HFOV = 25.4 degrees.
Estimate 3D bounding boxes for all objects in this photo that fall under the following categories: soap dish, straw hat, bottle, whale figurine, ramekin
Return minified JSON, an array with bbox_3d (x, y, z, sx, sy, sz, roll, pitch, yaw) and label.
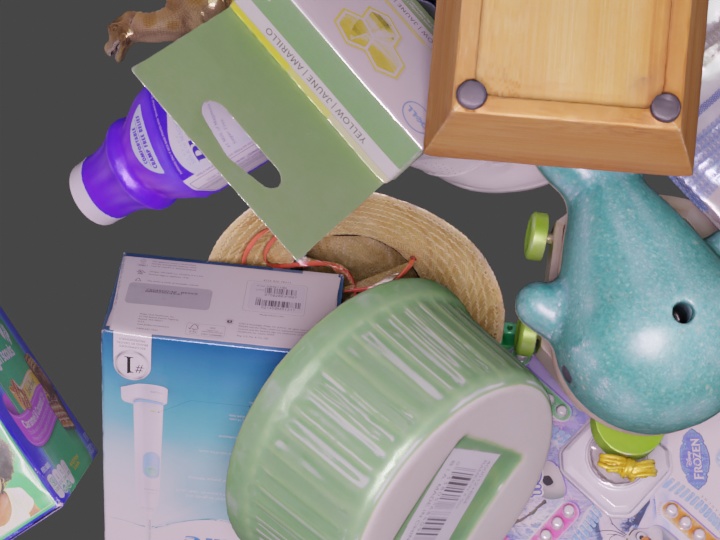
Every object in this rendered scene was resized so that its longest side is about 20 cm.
[{"bbox_3d":[0.121,-0.161,0.905,0.156,0.081,0.202,5,87,4],"label":"soap dish"},{"bbox_3d":[0.000,0.000,1.066,0.199,0.085,0.202,3,127,4],"label":"straw hat"},{"bbox_3d":[-0.107,-0.091,1.037,0.199,0.065,0.084,-27,77,32],"label":"bottle"},{"bbox_3d":[0.173,0.000,0.989,0.158,0.104,0.202,-13,81,-9],"label":"whale figurine"},{"bbox_3d":[0.025,0.115,0.964,0.097,0.200,0.201,36,96,34],"label":"ramekin"}]

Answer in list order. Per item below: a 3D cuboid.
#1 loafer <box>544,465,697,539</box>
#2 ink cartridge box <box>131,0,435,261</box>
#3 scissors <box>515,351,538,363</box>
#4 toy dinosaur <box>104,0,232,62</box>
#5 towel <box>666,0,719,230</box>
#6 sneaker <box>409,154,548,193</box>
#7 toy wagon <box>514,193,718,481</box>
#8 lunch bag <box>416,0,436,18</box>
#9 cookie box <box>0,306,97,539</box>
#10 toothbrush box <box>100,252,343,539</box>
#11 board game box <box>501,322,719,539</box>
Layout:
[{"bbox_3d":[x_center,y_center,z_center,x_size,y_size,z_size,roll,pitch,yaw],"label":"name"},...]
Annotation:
[{"bbox_3d":[0.146,0.178,1.085,0.199,0.076,0.068,-30,107,-6],"label":"loafer"},{"bbox_3d":[-0.022,-0.113,0.937,0.146,0.200,0.048,48,129,-2],"label":"ink cartridge box"},{"bbox_3d":[0.112,0.149,1.124,0.072,0.014,0.202,-9,98,-6],"label":"scissors"},{"bbox_3d":[-0.081,-0.187,1.067,0.199,0.058,0.101,-37,93,4],"label":"toy dinosaur"},{"bbox_3d":[0.250,-0.120,1.065,0.147,0.024,0.200,-42,79,4],"label":"towel"},{"bbox_3d":[0.053,-0.094,1.060,0.198,0.088,0.076,9,95,-1],"label":"sneaker"},{"bbox_3d":[0.179,0.043,1.059,0.154,0.040,0.202,9,69,0],"label":"toy wagon"},{"bbox_3d":[0.116,-0.178,1.016,0.199,0.136,0.133,37,91,8],"label":"lunch bag"},{"bbox_3d":[-0.263,0.071,1.038,0.075,0.171,0.201,-33,95,1],"label":"cookie box"},{"bbox_3d":[-0.090,0.098,1.040,0.145,0.086,0.201,5,126,0],"label":"toothbrush box"},{"bbox_3d":[0.170,0.124,1.061,0.198,0.026,0.202,0,65,-2],"label":"board game box"}]
